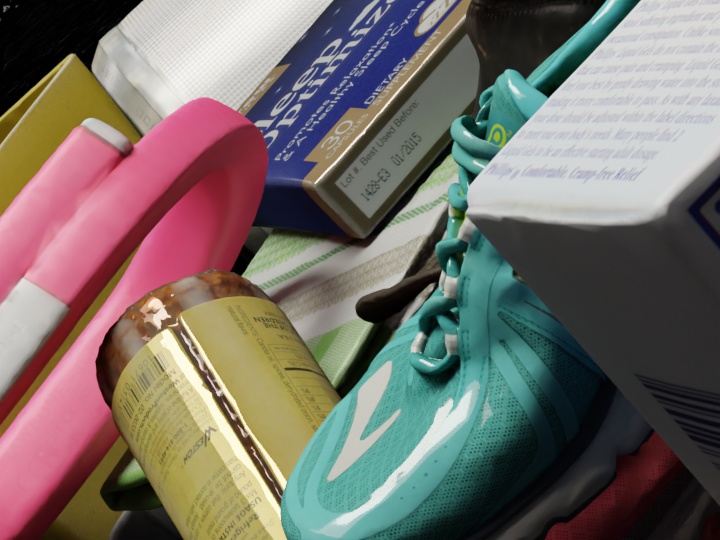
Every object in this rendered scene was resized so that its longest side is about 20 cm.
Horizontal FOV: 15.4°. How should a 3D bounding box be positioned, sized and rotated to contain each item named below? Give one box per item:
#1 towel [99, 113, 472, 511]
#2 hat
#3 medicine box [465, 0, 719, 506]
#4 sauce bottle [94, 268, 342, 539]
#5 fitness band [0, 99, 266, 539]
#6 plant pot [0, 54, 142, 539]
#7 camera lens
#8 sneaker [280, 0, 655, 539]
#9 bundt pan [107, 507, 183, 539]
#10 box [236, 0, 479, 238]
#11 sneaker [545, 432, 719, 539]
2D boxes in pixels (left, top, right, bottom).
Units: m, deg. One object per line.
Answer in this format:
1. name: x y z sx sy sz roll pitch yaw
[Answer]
1. towel: 0.000 0.000 0.936 0.149 0.031 0.200 -25 26 51
2. hat: 0.071 -0.054 0.780 0.200 0.081 0.201 -24 2 1
3. medicine box: 0.161 -0.019 0.590 0.200 0.182 0.103 -46 17 -12
4. sauce bottle: -0.011 0.087 0.772 0.066 0.066 0.200 -40 55 10
5. fitness band: -0.101 0.027 0.865 0.200 0.037 0.144 -52 -13 -18
6. plant pot: -0.141 0.072 1.055 0.200 0.176 0.200 -36 17 42
7. camera lens: -0.011 -0.097 1.224 0.200 0.160 0.160 -42 16 1
8. sneaker: 0.042 -0.010 0.642 0.077 0.080 0.200 29 79 47
9. bundt pan: 0.008 0.064 0.923 0.202 0.076 0.202 -38 17 13
10. box: -0.004 -0.068 0.999 0.121 0.032 0.200 -49 16 -12
11. sneaker: 0.084 0.023 0.730 0.200 0.087 0.074 -50 17 -23
